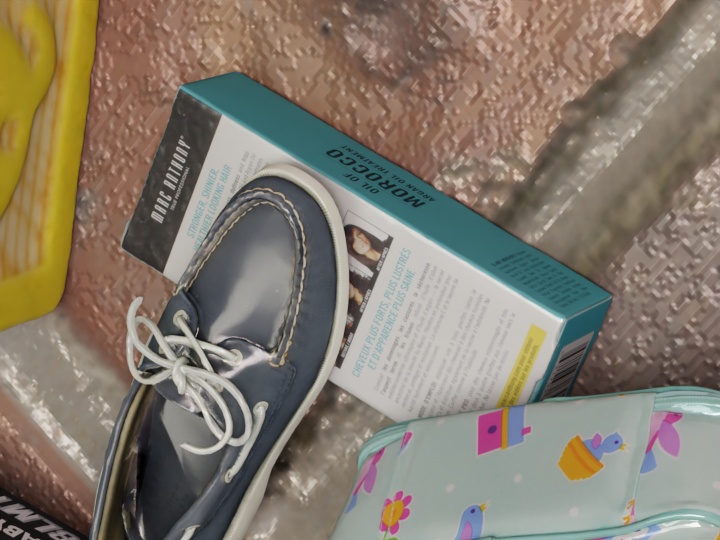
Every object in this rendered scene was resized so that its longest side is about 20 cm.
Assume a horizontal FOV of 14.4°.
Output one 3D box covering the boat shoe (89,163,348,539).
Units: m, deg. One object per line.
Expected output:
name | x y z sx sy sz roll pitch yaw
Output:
boat shoe | -0.065 0.049 1.181 0.075 0.062 0.200 38 120 21

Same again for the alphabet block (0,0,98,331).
alphabet block | -0.251 -0.080 1.241 0.199 0.195 0.197 18 112 26

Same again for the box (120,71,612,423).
box | 0.000 0.000 1.197 0.200 0.049 0.082 32 115 20

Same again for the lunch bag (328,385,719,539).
lunch bag | 0.094 0.123 1.124 0.199 0.077 0.160 -10 136 34

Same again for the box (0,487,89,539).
box | -0.222 0.173 1.302 0.198 0.050 0.201 27 115 19
